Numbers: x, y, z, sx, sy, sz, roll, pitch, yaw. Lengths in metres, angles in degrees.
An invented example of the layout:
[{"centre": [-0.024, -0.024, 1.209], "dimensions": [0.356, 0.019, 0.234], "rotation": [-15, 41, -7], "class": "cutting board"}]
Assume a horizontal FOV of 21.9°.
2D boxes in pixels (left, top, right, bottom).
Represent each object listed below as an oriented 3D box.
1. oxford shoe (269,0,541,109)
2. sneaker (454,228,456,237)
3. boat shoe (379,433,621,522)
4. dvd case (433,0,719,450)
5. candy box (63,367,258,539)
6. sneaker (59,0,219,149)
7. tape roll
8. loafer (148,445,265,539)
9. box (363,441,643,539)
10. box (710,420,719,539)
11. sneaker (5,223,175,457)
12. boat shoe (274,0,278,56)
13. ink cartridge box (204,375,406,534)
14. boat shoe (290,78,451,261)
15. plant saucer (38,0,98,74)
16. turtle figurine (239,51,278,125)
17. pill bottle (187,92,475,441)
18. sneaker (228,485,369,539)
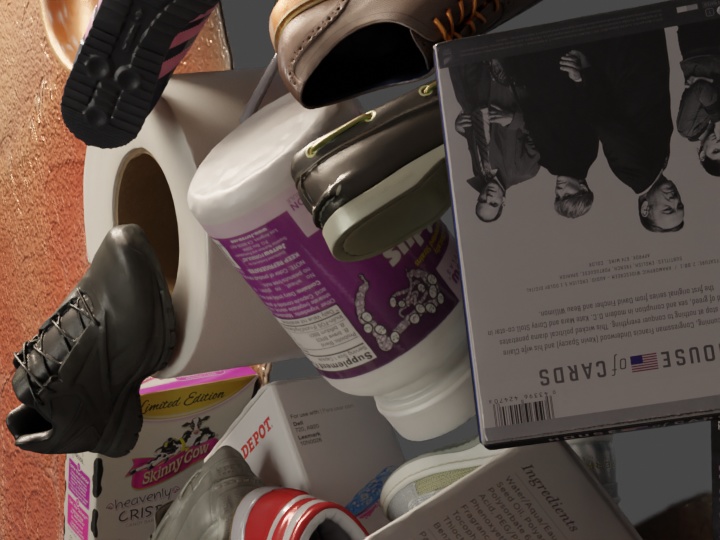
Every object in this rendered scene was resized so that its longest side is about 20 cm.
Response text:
[{"centre": [0.051, -0.137, 0.967], "dimensions": [0.071, 0.200, 0.073], "rotation": [56, -165, -40], "class": "oxford shoe"}, {"centre": [0.103, 0.000, 1.018], "dimensions": [0.116, 0.075, 0.200], "rotation": [129, 137, -58], "class": "sneaker"}, {"centre": [0.078, 0.131, 1.079], "dimensions": [0.202, 0.074, 0.065], "rotation": [-30, 66, 51], "class": "boat shoe"}, {"centre": [0.118, -0.024, 0.869], "dimensions": [0.025, 0.150, 0.200], "rotation": [49, -146, -72], "class": "dvd case"}, {"centre": [-0.155, 0.169, 1.425], "dimensions": [0.061, 0.136, 0.200], "rotation": [32, 124, 51], "class": "candy box"}, {"centre": [-0.121, -0.170, 1.123], "dimensions": [0.200, 0.070, 0.082], "rotation": [-52, 15, 29], "class": "sneaker"}, {"centre": [-0.086, -0.035, 1.255], "dimensions": [0.203, 0.139, 0.203], "rotation": [22, 116, 57], "class": "tape roll"}, {"centre": [-0.112, 0.189, 1.260], "dimensions": [0.200, 0.070, 0.070], "rotation": [-52, 47, 45], "class": "loafer"}, {"centre": [0.082, 0.224, 0.963], "dimensions": [0.200, 0.131, 0.199], "rotation": [52, 151, 17], "class": "box"}, {"centre": [0.221, 0.115, 0.864], "dimensions": [0.143, 0.036, 0.200], "rotation": [10, 104, 59], "class": "box"}, {"centre": [-0.178, 0.054, 1.209], "dimensions": [0.076, 0.091, 0.200], "rotation": [57, 141, 40], "class": "sneaker"}, {"centre": [-0.025, -0.224, 1.190], "dimensions": [0.074, 0.063, 0.202], "rotation": [106, 162, -70], "class": "boat shoe"}, {"centre": [-0.021, 0.187, 1.248], "dimensions": [0.145, 0.084, 0.200], "rotation": [-51, 54, 52], "class": "ink cartridge box"}, {"centre": [0.060, -0.080, 0.947], "dimensions": [0.061, 0.201, 0.072], "rotation": [59, 175, 23], "class": "boat shoe"}, {"centre": [-0.155, -0.223, 1.257], "dimensions": [0.200, 0.037, 0.201], "rotation": [-11, 76, 51], "class": "plant saucer"}, {"centre": [-0.017, -0.211, 1.066], "dimensions": [0.200, 0.144, 0.194], "rotation": [-14, 63, 24], "class": "turtle figurine"}, {"centre": [0.000, 0.000, 1.072], "dimensions": [0.200, 0.112, 0.112], "rotation": [52, 158, -22], "class": "pill bottle"}, {"centre": [-0.030, 0.233, 1.125], "dimensions": [0.112, 0.071, 0.200], "rotation": [-8, 87, 61], "class": "sneaker"}]
